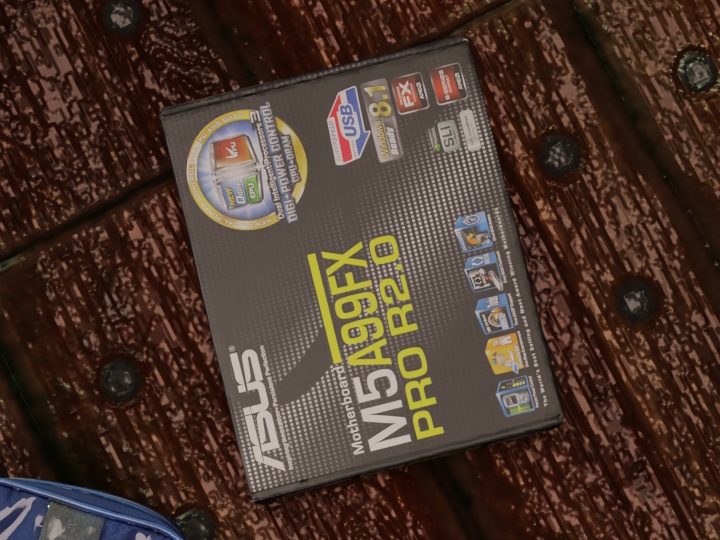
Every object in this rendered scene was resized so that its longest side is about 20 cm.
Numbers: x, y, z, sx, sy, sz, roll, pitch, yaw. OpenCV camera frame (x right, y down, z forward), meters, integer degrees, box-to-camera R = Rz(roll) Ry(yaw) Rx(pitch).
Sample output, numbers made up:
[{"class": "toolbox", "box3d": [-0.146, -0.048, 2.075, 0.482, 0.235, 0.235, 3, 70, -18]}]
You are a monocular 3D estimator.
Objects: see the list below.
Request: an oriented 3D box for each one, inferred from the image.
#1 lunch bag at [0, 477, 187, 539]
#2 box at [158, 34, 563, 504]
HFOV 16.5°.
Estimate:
[{"class": "lunch bag", "box3d": [-0.156, 0.198, 1.158, 0.135, 0.132, 0.201, 15, 82, 2]}, {"class": "box", "box3d": [0.000, 0.000, 1.228, 0.160, 0.044, 0.201, -13, 83, -2]}]
